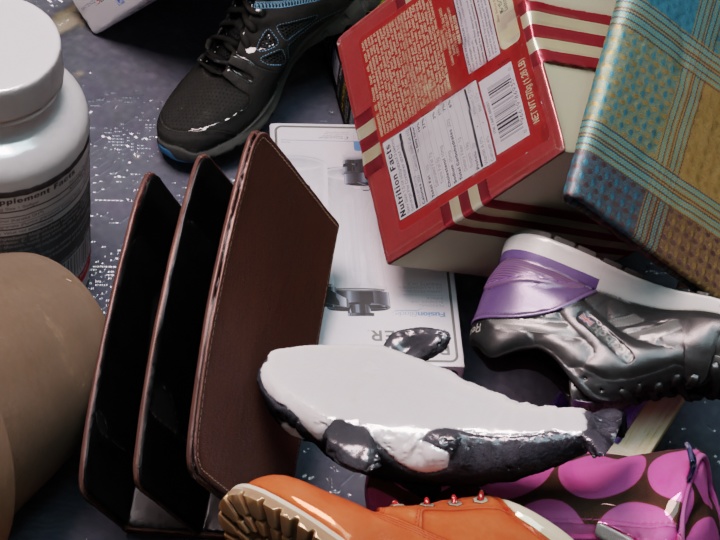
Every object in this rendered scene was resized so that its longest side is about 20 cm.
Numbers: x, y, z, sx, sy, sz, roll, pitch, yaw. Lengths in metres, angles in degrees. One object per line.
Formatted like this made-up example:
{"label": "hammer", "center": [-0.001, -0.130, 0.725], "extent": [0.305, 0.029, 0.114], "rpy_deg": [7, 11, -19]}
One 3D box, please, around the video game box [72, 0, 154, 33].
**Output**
{"label": "video game box", "center": [-0.085, -0.245, 1.453], "extent": [0.200, 0.182, 0.047], "rpy_deg": [-35, 101, -30]}

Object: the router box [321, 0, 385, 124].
{"label": "router box", "center": [0.073, -0.172, 1.487], "extent": [0.199, 0.052, 0.158], "rpy_deg": [-4, 51, -11]}

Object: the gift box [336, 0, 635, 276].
{"label": "gift box", "center": [0.126, -0.095, 1.280], "extent": [0.186, 0.200, 0.185], "rpy_deg": [7, 67, -42]}

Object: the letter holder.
{"label": "letter holder", "center": [-0.095, 0.035, 1.183], "extent": [0.100, 0.142, 0.201], "rpy_deg": [2, 67, 20]}

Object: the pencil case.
{"label": "pencil case", "center": [0.098, 0.136, 1.170], "extent": [0.199, 0.091, 0.094], "rpy_deg": [-2, 23, 25]}

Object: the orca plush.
{"label": "orca plush", "center": [0.044, 0.089, 1.139], "extent": [0.199, 0.071, 0.105], "rpy_deg": [-1, 42, 7]}

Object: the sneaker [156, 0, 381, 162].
{"label": "sneaker", "center": [-0.072, -0.160, 1.408], "extent": [0.073, 0.082, 0.200], "rpy_deg": [34, 78, 37]}

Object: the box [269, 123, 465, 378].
{"label": "box", "center": [0.000, 0.000, 1.329], "extent": [0.116, 0.060, 0.201], "rpy_deg": [2, 50, -5]}

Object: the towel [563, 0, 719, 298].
{"label": "towel", "center": [0.188, -0.097, 1.208], "extent": [0.146, 0.022, 0.201], "rpy_deg": [32, 66, -32]}

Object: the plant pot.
{"label": "plant pot", "center": [-0.233, 0.071, 1.178], "extent": [0.200, 0.201, 0.174], "rpy_deg": [35, 36, 20]}

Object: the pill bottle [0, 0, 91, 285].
{"label": "pill bottle", "center": [-0.217, -0.064, 1.262], "extent": [0.110, 0.200, 0.111], "rpy_deg": [3, 49, -4]}

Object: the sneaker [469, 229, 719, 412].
{"label": "sneaker", "center": [0.159, 0.055, 1.204], "extent": [0.199, 0.076, 0.088], "rpy_deg": [20, 67, 17]}

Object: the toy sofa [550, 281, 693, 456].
{"label": "toy sofa", "center": [0.173, 0.065, 1.284], "extent": [0.097, 0.083, 0.200], "rpy_deg": [28, 52, 14]}

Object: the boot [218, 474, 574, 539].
{"label": "boot", "center": [0.027, 0.148, 1.090], "extent": [0.199, 0.075, 0.107], "rpy_deg": [28, 49, 5]}
